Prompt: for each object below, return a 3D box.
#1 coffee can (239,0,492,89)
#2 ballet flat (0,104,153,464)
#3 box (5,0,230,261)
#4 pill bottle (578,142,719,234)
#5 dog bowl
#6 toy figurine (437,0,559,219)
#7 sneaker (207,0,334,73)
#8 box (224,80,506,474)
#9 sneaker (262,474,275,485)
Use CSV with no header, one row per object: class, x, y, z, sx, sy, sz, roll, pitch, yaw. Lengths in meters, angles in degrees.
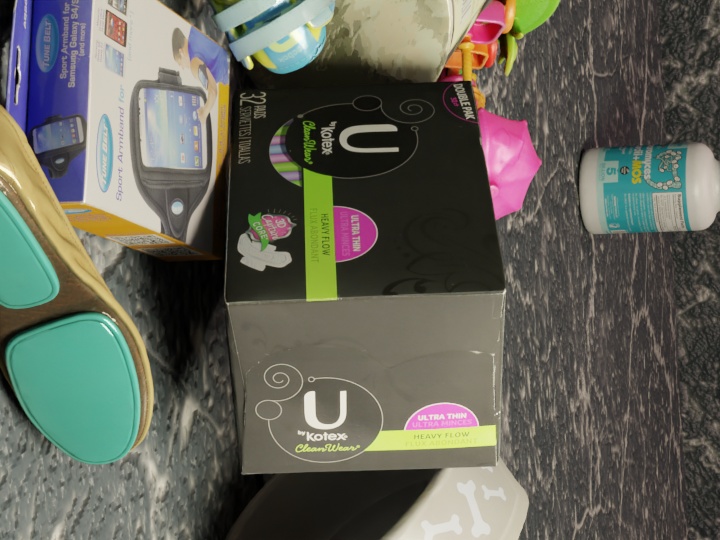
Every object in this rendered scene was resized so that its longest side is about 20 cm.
coffee can,0.011,-0.195,1.127,0.200,0.145,0.148,-57,142,-60
ballet flat,-0.138,0.004,0.773,0.063,0.068,0.201,-94,170,-45
box,-0.119,-0.078,0.879,0.200,0.041,0.121,27,63,-73
pill bottle,0.382,-0.105,2.206,0.111,0.197,0.112,-2,90,-73
dog bowl,-0.001,0.152,0.999,0.059,0.199,0.201,52,31,-19
toy figurine,0.074,-0.115,1.307,0.200,0.148,0.186,121,-29,-66
sneaker,-0.069,-0.170,0.925,0.132,0.079,0.200,65,19,2
box,0.000,0.000,0.972,0.201,0.147,0.125,-94,-178,-52
sneaker,-0.003,0.087,1.105,0.078,0.111,0.203,-47,136,-66
